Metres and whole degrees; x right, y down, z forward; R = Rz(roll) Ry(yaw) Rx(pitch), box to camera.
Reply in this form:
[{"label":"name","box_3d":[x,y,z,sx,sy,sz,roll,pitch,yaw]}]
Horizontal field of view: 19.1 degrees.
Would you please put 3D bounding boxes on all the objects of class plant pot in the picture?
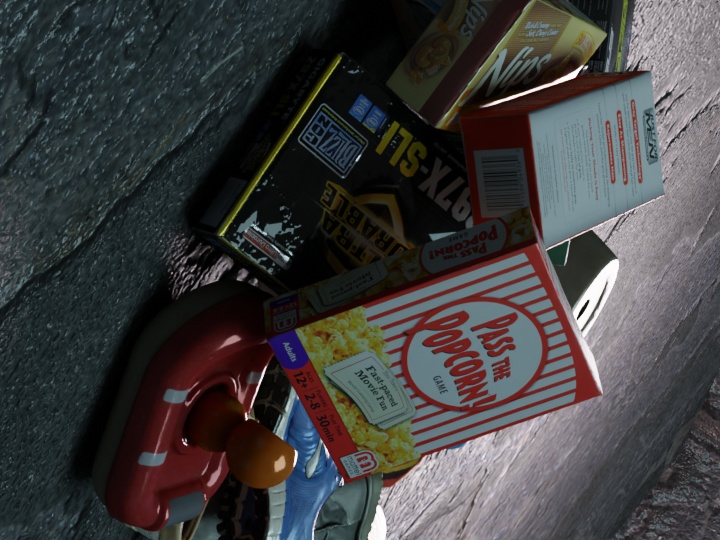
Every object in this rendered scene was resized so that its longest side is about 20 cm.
[{"label":"plant pot","box_3d":[0.137,-0.006,1.979,0.200,0.173,0.200,-52,162,-25]}]

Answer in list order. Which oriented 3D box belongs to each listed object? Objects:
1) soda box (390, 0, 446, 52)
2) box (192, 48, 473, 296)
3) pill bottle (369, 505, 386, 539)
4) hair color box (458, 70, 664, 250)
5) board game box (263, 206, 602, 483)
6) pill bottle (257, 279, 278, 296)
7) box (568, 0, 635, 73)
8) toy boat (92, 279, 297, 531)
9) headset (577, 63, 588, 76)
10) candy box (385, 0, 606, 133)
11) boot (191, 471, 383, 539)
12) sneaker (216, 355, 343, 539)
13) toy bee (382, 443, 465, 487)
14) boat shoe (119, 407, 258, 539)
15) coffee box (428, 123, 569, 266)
[{"label":"soda box","box_3d":[0.073,-0.191,1.643,0.064,0.068,0.200,-50,162,-7]},{"label":"box","box_3d":[0.001,-0.039,1.540,0.200,0.049,0.160,39,78,-29]},{"label":"pill bottle","box_3d":[-0.047,0.254,2.007,0.113,0.112,0.200,-62,163,10]},{"label":"hair color box","box_3d":[0.152,-0.083,1.577,0.200,0.061,0.102,-21,107,-54]},{"label":"board game box","box_3d":[0.052,0.054,1.508,0.046,0.200,0.152,-98,164,-52]},{"label":"pill bottle","box_3d":[0.000,0.000,1.697,0.114,0.114,0.200,-60,164,4]},{"label":"box","box_3d":[0.216,-0.213,1.937,0.193,0.047,0.200,63,35,-73]},{"label":"toy boat","box_3d":[-0.100,0.110,1.547,0.130,0.131,0.200,-13,128,-57]},{"label":"headset","box_3d":[0.149,-0.252,1.718,0.123,0.094,0.200,-42,145,-42]},{"label":"candy box","box_3d":[0.104,-0.157,1.581,0.115,0.055,0.200,-53,161,12]},{"label":"boot","box_3d":[-0.083,0.234,1.799,0.200,0.073,0.182,-7,112,-43]},{"label":"sneaker","box_3d":[-0.061,0.144,1.729,0.089,0.078,0.200,16,78,-46]},{"label":"toy bee","box_3d":[0.075,0.134,2.214,0.200,0.109,0.131,-30,-179,-34]},{"label":"boat shoe","box_3d":[-0.112,0.128,1.676,0.200,0.069,0.074,-59,163,3]},{"label":"coffee box","box_3d":[0.110,-0.084,1.717,0.200,0.123,0.044,-84,-178,-53]}]
